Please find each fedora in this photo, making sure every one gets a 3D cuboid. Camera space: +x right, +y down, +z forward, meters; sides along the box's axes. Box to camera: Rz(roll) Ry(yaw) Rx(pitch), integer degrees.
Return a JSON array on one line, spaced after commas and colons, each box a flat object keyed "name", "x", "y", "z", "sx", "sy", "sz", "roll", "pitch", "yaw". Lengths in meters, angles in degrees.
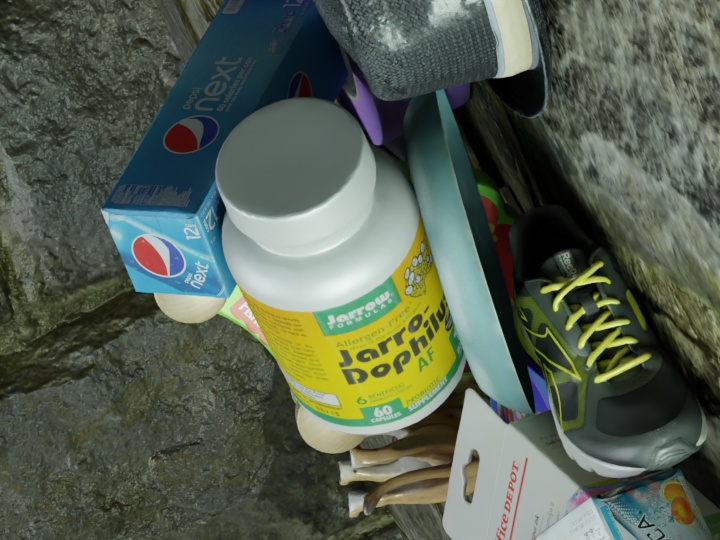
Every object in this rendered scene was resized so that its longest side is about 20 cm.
[{"name": "fedora", "x": 0.024, "y": -0.154, "z": 1.350, "sx": 0.201, "sy": 0.092, "sz": 0.201, "roll": 62, "pitch": 174, "yaw": 12}]

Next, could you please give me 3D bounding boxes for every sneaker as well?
[{"name": "sneaker", "x": 0.122, "y": 0.037, "z": 1.410, "sx": 0.200, "sy": 0.074, "sz": 0.085, "roll": 56, "pitch": 169, "yaw": 54}]

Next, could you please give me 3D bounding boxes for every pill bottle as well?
[{"name": "pill bottle", "x": -0.012, "y": -0.004, "z": 1.447, "sx": 0.113, "sy": 0.113, "sz": 0.200, "roll": 59, "pitch": 175, "yaw": 39}]

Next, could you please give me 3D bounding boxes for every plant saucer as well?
[{"name": "plant saucer", "x": 0.059, "y": -0.012, "z": 1.459, "sx": 0.200, "sy": 0.027, "sz": 0.200, "roll": -17, "pitch": -90, "yaw": -85}]

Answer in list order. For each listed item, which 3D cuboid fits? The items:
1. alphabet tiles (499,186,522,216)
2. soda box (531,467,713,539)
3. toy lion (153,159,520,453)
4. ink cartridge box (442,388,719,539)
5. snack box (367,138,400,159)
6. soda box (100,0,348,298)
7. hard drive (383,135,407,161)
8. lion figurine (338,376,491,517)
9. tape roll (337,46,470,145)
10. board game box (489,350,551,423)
[{"name": "alphabet tiles", "x": 0.118, "y": 0.022, "z": 1.711, "sx": 0.167, "sy": 0.008, "sz": 0.200, "roll": 62, "pitch": 173, "yaw": 20}, {"name": "soda box", "x": 0.114, "y": 0.178, "z": 1.403, "sx": 0.200, "sy": 0.064, "sz": 0.068, "roll": -45, "pitch": 65, "yaw": 53}, {"name": "toy lion", "x": 0.000, "y": 0.000, "z": 1.581, "sx": 0.200, "sy": 0.192, "sz": 0.069, "roll": 43, "pitch": -168, "yaw": -19}, {"name": "ink cartridge box", "x": 0.135, "y": 0.155, "z": 1.483, "sx": 0.200, "sy": 0.067, "sz": 0.117, "roll": 43, "pitch": 137, "yaw": 40}, {"name": "snack box", "x": 0.008, "y": -0.068, "z": 1.676, "sx": 0.200, "sy": 0.024, "sz": 0.072, "roll": 39, "pitch": -170, "yaw": 4}, {"name": "soda box", "x": -0.076, "y": -0.077, "z": 1.508, "sx": 0.068, "sy": 0.064, "sz": 0.200, "roll": 71, "pitch": -146, "yaw": -40}, {"name": "hard drive", "x": 0.019, "y": -0.066, "z": 1.819, "sx": 0.200, "sy": 0.027, "sz": 0.132, "roll": -111, "pitch": 16, "yaw": -85}, {"name": "lion figurine", "x": 0.049, "y": 0.121, "z": 1.689, "sx": 0.200, "sy": 0.122, "sz": 0.073, "roll": -105, "pitch": 12, "yaw": -74}, {"name": "tape roll", "x": -0.004, "y": -0.181, "z": 1.623, "sx": 0.200, "sy": 0.066, "sz": 0.200, "roll": 62, "pitch": 174, "yaw": 11}, {"name": "board game box", "x": 0.132, "y": 0.143, "z": 1.624, "sx": 0.134, "sy": 0.045, "sz": 0.200, "roll": -139, "pitch": 38, "yaw": -63}]
